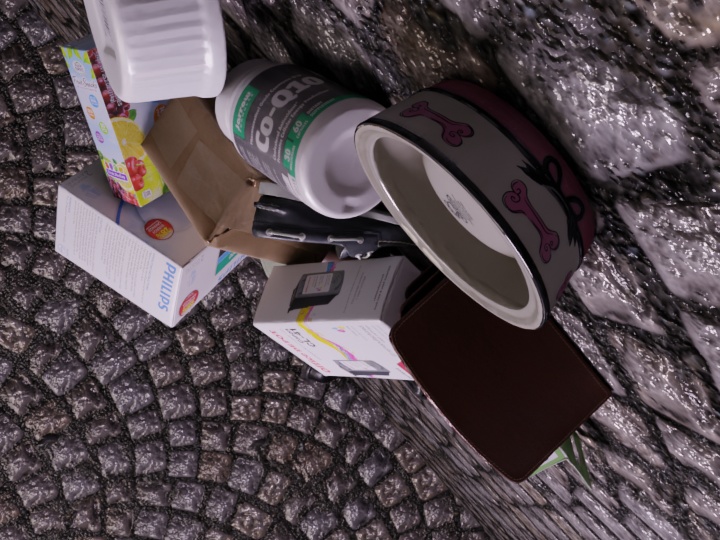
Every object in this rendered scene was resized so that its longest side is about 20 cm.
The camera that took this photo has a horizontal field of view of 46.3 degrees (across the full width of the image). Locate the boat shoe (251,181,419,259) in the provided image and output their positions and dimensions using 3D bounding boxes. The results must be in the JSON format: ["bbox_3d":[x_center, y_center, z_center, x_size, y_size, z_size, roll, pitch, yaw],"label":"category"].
[{"bbox_3d":[-0.018,-0.042,0.890,0.199,0.061,0.076,13,-177,-15],"label":"boat shoe"}]

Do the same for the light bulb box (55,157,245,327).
[{"bbox_3d":[-0.269,-0.066,1.148,0.200,0.198,0.125,32,135,9],"label":"light bulb box"}]

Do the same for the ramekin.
[{"bbox_3d":[-0.208,-0.260,0.818,0.201,0.097,0.201,52,152,44],"label":"ramekin"}]

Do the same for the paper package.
[{"bbox_3d":[-0.131,-0.109,0.998,0.190,0.104,0.200,15,-151,-51],"label":"paper package"}]

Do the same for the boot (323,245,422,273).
[{"bbox_3d":[0.000,0.000,1.059,0.186,0.064,0.200,4,-159,-32],"label":"boot"}]

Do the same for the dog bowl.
[{"bbox_3d":[0.088,-0.054,0.628,0.200,0.074,0.200,46,171,10],"label":"dog bowl"}]

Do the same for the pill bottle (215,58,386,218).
[{"bbox_3d":[-0.058,-0.136,0.819,0.200,0.113,0.113,36,165,47],"label":"pill bottle"}]

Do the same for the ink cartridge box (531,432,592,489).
[{"bbox_3d":[0.185,0.167,0.980,0.200,0.059,0.104,51,-162,-17],"label":"ink cartridge box"}]

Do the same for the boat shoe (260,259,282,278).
[{"bbox_3d":[-0.124,-0.084,1.221,0.072,0.060,0.202,-4,104,44],"label":"boat shoe"}]

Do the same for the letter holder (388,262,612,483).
[{"bbox_3d":[0.121,0.092,0.841,0.200,0.142,0.101,49,170,-8],"label":"letter holder"}]

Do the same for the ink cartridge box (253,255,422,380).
[{"bbox_3d":[0.000,0.059,0.968,0.199,0.086,0.148,-6,145,41],"label":"ink cartridge box"}]

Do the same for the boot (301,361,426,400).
[{"bbox_3d":[0.035,0.139,1.242,0.158,0.211,0.080,48,157,28],"label":"boot"}]

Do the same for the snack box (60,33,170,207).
[{"bbox_3d":[-0.252,-0.208,1.044,0.068,0.168,0.201,20,132,39],"label":"snack box"}]
